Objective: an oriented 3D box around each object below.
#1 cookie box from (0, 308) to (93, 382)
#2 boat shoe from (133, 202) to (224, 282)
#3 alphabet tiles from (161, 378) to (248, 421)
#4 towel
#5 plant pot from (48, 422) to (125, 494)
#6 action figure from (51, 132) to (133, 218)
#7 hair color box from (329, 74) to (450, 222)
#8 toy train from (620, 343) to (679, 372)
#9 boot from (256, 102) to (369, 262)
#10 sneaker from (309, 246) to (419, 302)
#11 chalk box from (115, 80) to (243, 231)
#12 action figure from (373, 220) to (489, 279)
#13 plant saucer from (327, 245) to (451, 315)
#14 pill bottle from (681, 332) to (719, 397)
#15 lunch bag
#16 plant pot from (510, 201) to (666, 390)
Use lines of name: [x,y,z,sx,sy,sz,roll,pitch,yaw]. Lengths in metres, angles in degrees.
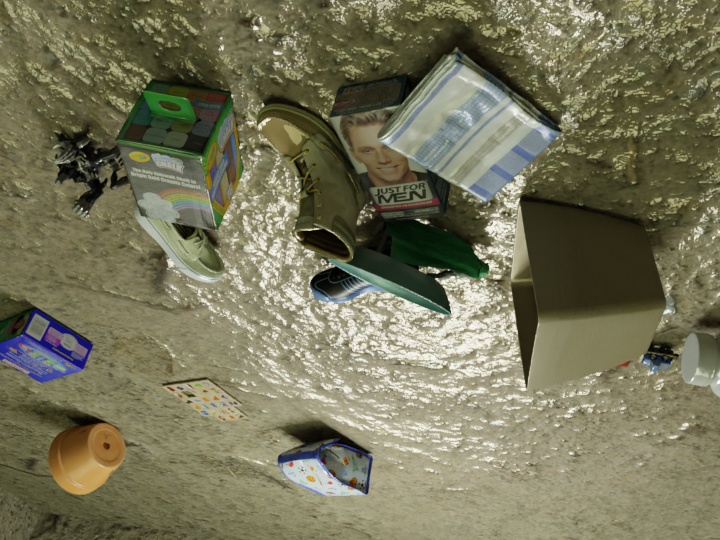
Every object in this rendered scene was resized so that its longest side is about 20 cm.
cookie box: [-0.763,0.182,1.688,0.199,0.076,0.171,-17,135,36]
boat shoe: [-0.295,-0.052,1.205,0.062,0.073,0.200,-13,134,37]
alphabet tiles: [-0.384,0.335,1.826,0.166,0.008,0.200,-13,137,32]
towel: [0.135,-0.168,0.874,0.199,0.024,0.147,24,128,-32]
plant pot: [-0.795,0.542,2.112,0.139,0.201,0.200,-28,129,24]
action figure: [-0.411,-0.151,1.075,0.198,0.102,0.120,-1,125,32]
hair color box: [0.044,-0.155,0.952,0.099,0.061,0.201,-5,140,24]
toy train: [0.445,0.142,1.231,0.197,0.046,0.034,7,145,10]
boot: [-0.070,-0.117,0.960,0.199,0.156,0.072,36,140,-28]
sneaker: [0.000,0.000,1.180,0.198,0.071,0.078,-9,137,19]
chalk box: [-0.245,-0.172,0.978,0.123,0.125,0.201,12,144,5]
action figure: [0.115,-0.025,1.081,0.198,0.119,0.055,18,133,-23]
plant saucer: [0.048,0.010,1.043,0.198,0.036,0.200,24,176,2]
pill bottle: [0.623,0.154,1.127,0.197,0.112,0.112,9,145,8]
lunch bag: [-0.094,0.508,1.863,0.169,0.125,0.199,-21,140,41]
plant pot: [0.318,0.033,1.014,0.175,0.202,0.201,-4,143,6]
